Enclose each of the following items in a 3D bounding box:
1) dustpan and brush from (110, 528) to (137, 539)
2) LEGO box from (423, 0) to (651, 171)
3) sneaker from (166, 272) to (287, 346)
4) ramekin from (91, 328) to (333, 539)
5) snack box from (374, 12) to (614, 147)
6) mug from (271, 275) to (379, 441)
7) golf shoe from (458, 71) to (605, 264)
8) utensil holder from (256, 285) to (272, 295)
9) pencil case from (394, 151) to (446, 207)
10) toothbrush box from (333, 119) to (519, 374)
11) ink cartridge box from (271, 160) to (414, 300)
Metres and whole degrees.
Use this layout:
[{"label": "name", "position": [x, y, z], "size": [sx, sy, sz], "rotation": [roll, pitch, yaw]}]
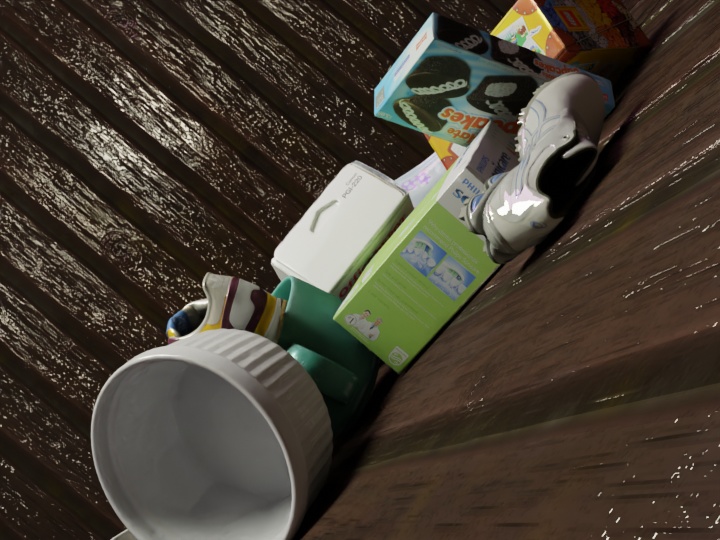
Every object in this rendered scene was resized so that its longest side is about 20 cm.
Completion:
[{"label": "dustpan and brush", "position": [-0.224, 0.262, 1.235], "size": [0.199, 0.058, 0.139], "rotation": [-29, -5, 21]}, {"label": "LEGO box", "position": [0.178, -0.192, 1.331], "size": [0.148, 0.078, 0.200], "rotation": [-11, -27, -43]}, {"label": "sneaker", "position": [-0.145, 0.078, 1.188], "size": [0.200, 0.090, 0.075], "rotation": [-54, 16, 33]}, {"label": "ramekin", "position": [-0.116, 0.145, 1.087], "size": [0.200, 0.200, 0.105], "rotation": [-49, -7, 31]}, {"label": "snack box", "position": [0.126, -0.163, 1.220], "size": [0.116, 0.198, 0.037], "rotation": [-48, 34, 47]}, {"label": "mug", "position": [-0.051, 0.105, 1.228], "size": [0.153, 0.114, 0.186], "rotation": [-57, 14, 26]}, {"label": "golf shoe", "position": [0.164, -0.089, 1.020], "size": [0.097, 0.078, 0.201], "rotation": [-19, 33, 52]}, {"label": "utensil holder", "position": [-0.126, 0.147, 1.542], "size": [0.201, 0.170, 0.170], "rotation": [-52, 2, 2]}, {"label": "pencil case", "position": [0.096, -0.101, 1.531], "size": [0.199, 0.091, 0.083], "rotation": [-35, 4, 5]}, {"label": "toothbrush box", "position": [0.079, -0.023, 1.198], "size": [0.200, 0.086, 0.146], "rotation": [-51, 3, 26]}, {"label": "ink cartridge box", "position": [0.000, 0.000, 1.387], "size": [0.146, 0.084, 0.200], "rotation": [-51, -29, -14]}]
